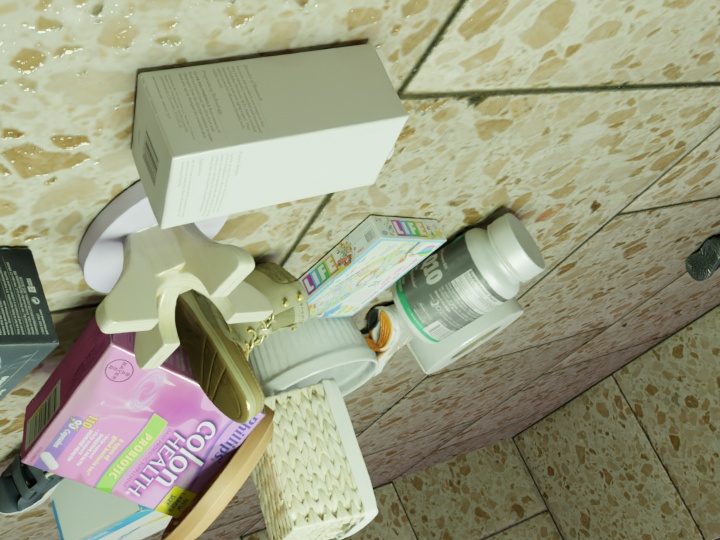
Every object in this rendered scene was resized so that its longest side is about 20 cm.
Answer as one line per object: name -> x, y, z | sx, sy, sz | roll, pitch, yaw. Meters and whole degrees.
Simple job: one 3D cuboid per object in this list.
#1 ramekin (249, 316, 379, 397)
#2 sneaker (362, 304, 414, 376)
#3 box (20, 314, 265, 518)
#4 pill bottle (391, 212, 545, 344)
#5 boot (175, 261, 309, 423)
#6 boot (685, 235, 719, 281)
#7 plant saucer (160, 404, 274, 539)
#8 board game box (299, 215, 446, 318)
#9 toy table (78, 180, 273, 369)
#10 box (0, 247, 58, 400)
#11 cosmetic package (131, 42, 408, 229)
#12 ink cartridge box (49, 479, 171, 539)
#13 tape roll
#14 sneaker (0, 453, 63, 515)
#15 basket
ramekin -> -0.083, 0.132, 1.234 | 0.200, 0.105, 0.200 | -22, 160, -9
sneaker -> 0.051, 0.112, 1.388 | 0.092, 0.076, 0.200 | -20, 160, -26
box -> -0.243, 0.159, 0.945 | 0.200, 0.097, 0.176 | 32, 106, -31
pill bottle -> 0.153, 0.011, 1.196 | 0.200, 0.113, 0.113 | -34, 158, 22
boot -> -0.115, 0.069, 0.921 | 0.155, 0.200, 0.073 | -11, 135, -36
boot -> 0.861, -0.058, 1.915 | 0.200, 0.066, 0.165 | -25, 162, -13
plant saucer -> -0.167, 0.252, 1.023 | 0.200, 0.032, 0.200 | -50, -175, 6
board game box -> 0.000, 0.000, 1.108 | 0.134, 0.034, 0.200 | 0, 148, -49
toy table -> -0.177, 0.001, 0.796 | 0.184, 0.117, 0.200 | -9, 153, -37
box -> -0.401, 0.070, 0.724 | 0.200, 0.104, 0.182 | -38, 154, 30
cosmetic package -> -0.075, -0.110, 0.686 | 0.200, 0.085, 0.108 | -15, 158, -27
ink cartridge box -> -0.380, 0.347, 1.354 | 0.145, 0.147, 0.200 | -28, 159, 8
tape roll -> 0.179, 0.098, 1.447 | 0.202, 0.071, 0.202 | -31, 168, -7
sneaker -> -0.455, 0.278, 1.204 | 0.200, 0.078, 0.079 | -36, 164, -3
basket -> -0.077, 0.267, 1.149 | 0.123, 0.200, 0.136 | -8, 154, -24
